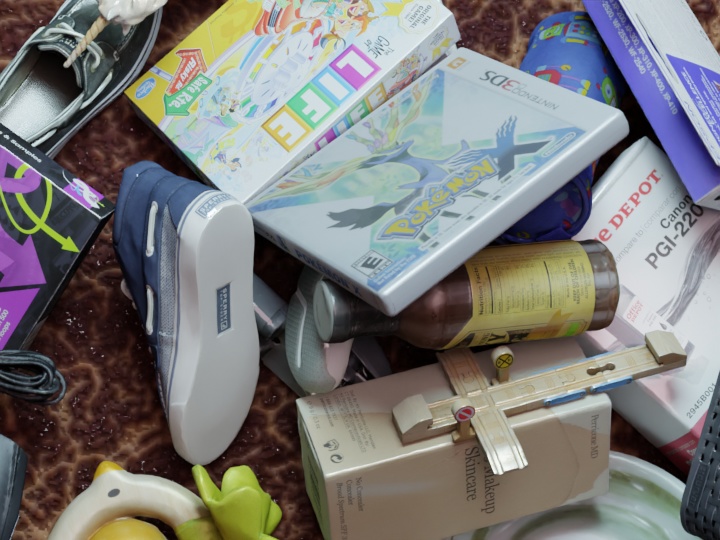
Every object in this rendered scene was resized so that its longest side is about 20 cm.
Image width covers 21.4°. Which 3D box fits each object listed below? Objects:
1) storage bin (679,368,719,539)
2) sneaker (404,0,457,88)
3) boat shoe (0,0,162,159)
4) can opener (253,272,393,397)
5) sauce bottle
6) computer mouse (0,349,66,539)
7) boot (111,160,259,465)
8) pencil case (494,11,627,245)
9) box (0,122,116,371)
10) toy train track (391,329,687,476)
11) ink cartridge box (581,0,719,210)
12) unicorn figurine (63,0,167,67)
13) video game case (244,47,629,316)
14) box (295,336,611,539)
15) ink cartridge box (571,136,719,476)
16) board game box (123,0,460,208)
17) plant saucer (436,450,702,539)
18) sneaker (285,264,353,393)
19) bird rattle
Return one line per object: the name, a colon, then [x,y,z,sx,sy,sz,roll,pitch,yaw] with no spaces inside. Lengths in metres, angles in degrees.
storage bin: [0.315,0.127,1.264,0.199,0.093,0.137,8,100,-45]
sneaker: [0.042,-0.106,1.357,0.084,0.073,0.202,-17,71,-5]
boat shoe: [-0.201,-0.137,1.320,0.072,0.071,0.201,33,75,0]
can opener: [-0.063,0.028,1.324,0.200,0.053,0.067,43,43,3]
sauce bottle: [0.068,0.017,1.233,0.198,0.065,0.065,-5,78,-18]
computer mouse: [-0.283,0.138,1.241,0.139,0.046,0.202,16,87,-3]
boot: [-0.120,0.027,1.277,0.090,0.202,0.072,27,33,36]
pencil case: [0.137,-0.097,1.318,0.087,0.077,0.201,61,31,-29]
box: [-0.281,-0.040,1.268,0.199,0.036,0.144,35,110,2]
toy train track: [0.117,0.068,1.235,0.198,0.033,0.115,-14,43,-12]
ink cartridge box: [0.214,-0.133,1.312,0.043,0.199,0.199,-34,71,21]
unicorn figurine: [-0.131,-0.235,1.319,0.198,0.074,0.138,-15,69,-30]
video game case: [0.044,-0.064,1.228,0.199,0.182,0.022,-37,124,-16]
box: [0.063,0.118,1.279,0.198,0.096,0.078,-15,42,-9]
ink cartridge box: [0.219,0.029,1.342,0.200,0.085,0.146,41,75,4]
board game box: [-0.048,-0.142,1.327,0.200,0.034,0.134,-43,62,-8]
plant saucer: [0.148,0.209,1.282,0.198,0.051,0.201,-1,45,1]
sneaker: [0.000,0.000,1.295,0.080,0.070,0.202,24,51,-18]
bird rattle: [-0.134,0.215,1.259,0.162,0.113,0.202,25,88,9]
